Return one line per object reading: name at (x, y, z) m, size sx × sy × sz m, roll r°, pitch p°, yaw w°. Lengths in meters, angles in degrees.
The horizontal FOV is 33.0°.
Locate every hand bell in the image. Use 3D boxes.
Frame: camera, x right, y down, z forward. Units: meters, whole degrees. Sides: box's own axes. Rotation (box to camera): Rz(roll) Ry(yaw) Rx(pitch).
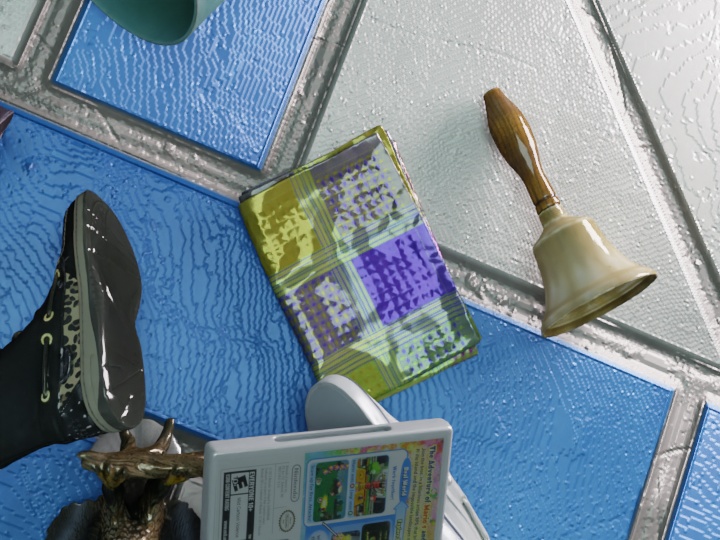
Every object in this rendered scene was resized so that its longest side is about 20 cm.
hand bell at (0.148, -0.059, 0.988) m, size 0.103 × 0.104 × 0.202 m, roll -22°, pitch 76°, yaw -13°

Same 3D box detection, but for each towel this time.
towel at (0.000, 0.000, 0.970) m, size 0.142 × 0.023 × 0.203 m, roll -23°, pitch 88°, yaw -14°

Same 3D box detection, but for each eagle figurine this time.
eagle figurine at (-0.167, 0.218, 0.872) m, size 0.150 × 0.150 × 0.203 m, roll 22°, pitch 113°, yaw 31°

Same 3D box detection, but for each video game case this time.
video game case at (-0.026, 0.208, 0.858) m, size 0.179 × 0.024 × 0.203 m, roll -3°, pitch 107°, yaw -24°

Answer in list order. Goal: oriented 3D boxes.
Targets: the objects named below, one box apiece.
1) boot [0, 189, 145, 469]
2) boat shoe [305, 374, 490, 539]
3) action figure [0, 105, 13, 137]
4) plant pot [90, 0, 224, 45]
boot at (-0.237, 0.048, 0.882) m, size 0.152 × 0.074 × 0.206 m, roll -25°, pitch 52°, yaw 15°
boat shoe at (0.031, 0.159, 0.938) m, size 0.202 × 0.073 × 0.065 m, roll 59°, pitch 39°, yaw -8°
action figure at (-0.347, -0.151, 0.875) m, size 0.199 × 0.130 × 0.070 m, roll 36°, pitch 49°, yaw -9°
plant pot at (-0.136, -0.297, 0.900) m, size 0.201 × 0.200 × 0.161 m, roll 48°, pitch 64°, yaw -2°
